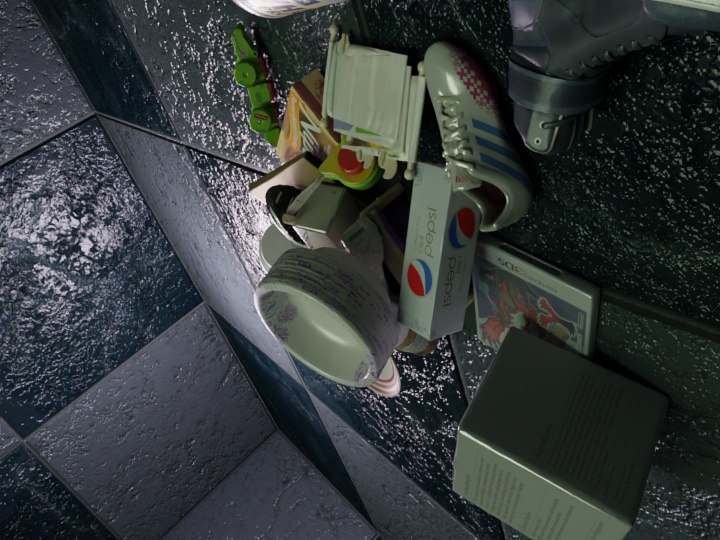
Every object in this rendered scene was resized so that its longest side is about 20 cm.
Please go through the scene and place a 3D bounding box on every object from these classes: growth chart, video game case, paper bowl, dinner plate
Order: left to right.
[{"bbox_3d":[-0.037,0.052,0.752,0.196,0.105,0.204,27,148,18],"label":"paper bowl"},{"bbox_3d":[0.001,0.132,0.971,0.199,0.024,0.203,39,152,26],"label":"dinner plate"},{"bbox_3d":[0.010,-0.204,0.689,0.198,0.017,0.150,36,124,39],"label":"growth chart"},{"bbox_3d":[0.220,0.061,0.733,0.180,0.023,0.204,33,150,41],"label":"video game case"}]

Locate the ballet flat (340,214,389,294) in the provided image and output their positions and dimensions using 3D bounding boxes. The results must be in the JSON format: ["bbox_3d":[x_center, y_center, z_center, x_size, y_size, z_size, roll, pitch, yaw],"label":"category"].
[{"bbox_3d":[0.000,0.000,0.816,0.071,0.071,0.203,39,157,28],"label":"ballet flat"}]

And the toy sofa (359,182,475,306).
[{"bbox_3d":[0.082,-0.019,0.810,0.203,0.082,0.097,54,160,0],"label":"toy sofa"}]

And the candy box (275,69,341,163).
[{"bbox_3d":[-0.070,-0.202,0.885,0.116,0.055,0.200,50,157,3],"label":"candy box"}]

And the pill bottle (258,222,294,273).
[{"bbox_3d":[-0.139,-0.033,1.111,0.121,0.119,0.200,50,175,5],"label":"pill bottle"}]

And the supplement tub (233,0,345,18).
[{"bbox_3d":[-0.057,-0.340,0.555,0.198,0.144,0.148,21,143,51],"label":"supplement tub"}]

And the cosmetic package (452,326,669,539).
[{"bbox_3d":[0.233,0.215,0.685,0.195,0.167,0.171,24,144,25],"label":"cosmetic package"}]

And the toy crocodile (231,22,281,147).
[{"bbox_3d":[-0.167,-0.302,0.935,0.068,0.059,0.206,-97,-7,-59],"label":"toy crocodile"}]

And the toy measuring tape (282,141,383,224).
[{"bbox_3d":[-0.027,-0.120,0.779,0.073,0.200,0.074,40,-164,-14],"label":"toy measuring tape"}]

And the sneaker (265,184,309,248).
[{"bbox_3d":[-0.102,-0.071,0.928,0.077,0.076,0.200,11,160,31],"label":"sneaker"}]

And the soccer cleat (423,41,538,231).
[{"bbox_3d":[0.113,-0.136,0.584,0.204,0.085,0.069,57,156,-8],"label":"soccer cleat"}]

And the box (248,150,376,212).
[{"bbox_3d":[-0.078,-0.118,0.923,0.161,0.022,0.197,31,157,-30],"label":"box"}]

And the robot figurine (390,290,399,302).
[{"bbox_3d":[0.001,0.065,1.048,0.198,0.111,0.174,36,143,35],"label":"robot figurine"}]

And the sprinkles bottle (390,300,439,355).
[{"bbox_3d":[0.070,0.095,0.897,0.068,0.069,0.199,40,-174,26],"label":"sprinkles bottle"}]

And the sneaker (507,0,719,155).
[{"bbox_3d":[0.186,-0.151,0.414,0.202,0.075,0.151,42,146,49],"label":"sneaker"}]

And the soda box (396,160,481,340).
[{"bbox_3d":[0.097,-0.026,0.685,0.063,0.066,0.208,26,117,46],"label":"soda box"}]

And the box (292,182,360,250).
[{"bbox_3d":[-0.031,-0.049,0.902,0.066,0.084,0.201,13,157,26],"label":"box"}]
